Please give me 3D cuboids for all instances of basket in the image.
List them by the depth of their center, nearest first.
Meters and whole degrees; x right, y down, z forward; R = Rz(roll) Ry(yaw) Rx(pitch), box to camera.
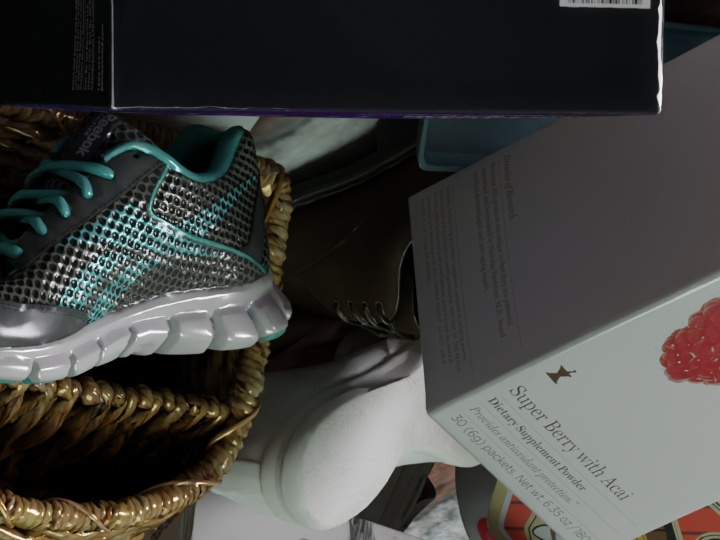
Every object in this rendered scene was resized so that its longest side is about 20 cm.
[{"bbox_3d":[-0.128,0.030,1.021,0.200,0.143,0.149,15,141,-44],"label":"basket"}]

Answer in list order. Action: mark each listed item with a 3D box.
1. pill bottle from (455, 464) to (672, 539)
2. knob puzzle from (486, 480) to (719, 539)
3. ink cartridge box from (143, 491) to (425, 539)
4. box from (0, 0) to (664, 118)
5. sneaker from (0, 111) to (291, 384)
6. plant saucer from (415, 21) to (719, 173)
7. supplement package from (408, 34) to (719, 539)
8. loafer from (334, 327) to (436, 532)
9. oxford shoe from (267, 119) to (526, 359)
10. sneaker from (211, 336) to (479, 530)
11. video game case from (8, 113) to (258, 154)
[{"bbox_3d":[0.154,0.101,1.270,0.120,0.120,0.200,15,169,-42],"label":"pill bottle"},{"bbox_3d":[0.142,0.121,1.182,0.220,0.220,0.030,-45,-178,43],"label":"knob puzzle"},{"bbox_3d":[-0.020,0.184,1.219,0.200,0.083,0.147,20,140,-17],"label":"ink cartridge box"},{"bbox_3d":[-0.014,-0.092,0.912,0.200,0.079,0.141,-1,-173,-23],"label":"box"},{"bbox_3d":[-0.105,-0.012,0.947,0.078,0.091,0.200,6,-169,37],"label":"sneaker"},{"bbox_3d":[0.111,-0.071,1.093,0.200,0.070,0.019,3,-171,-28],"label":"plant saucer"},{"bbox_3d":[0.135,0.002,1.016,0.200,0.120,0.121,-28,131,23],"label":"supplement package"},{"bbox_3d":[0.005,0.114,1.306,0.070,0.070,0.200,2,127,-28],"label":"loafer"},{"bbox_3d":[0.000,0.000,1.138,0.073,0.084,0.200,14,142,-44],"label":"oxford shoe"},{"bbox_3d":[-0.002,0.060,1.189,0.088,0.075,0.200,4,-166,36],"label":"sneaker"},{"bbox_3d":[-0.144,-0.043,1.055,0.182,0.024,0.200,2,147,-29],"label":"video game case"}]
